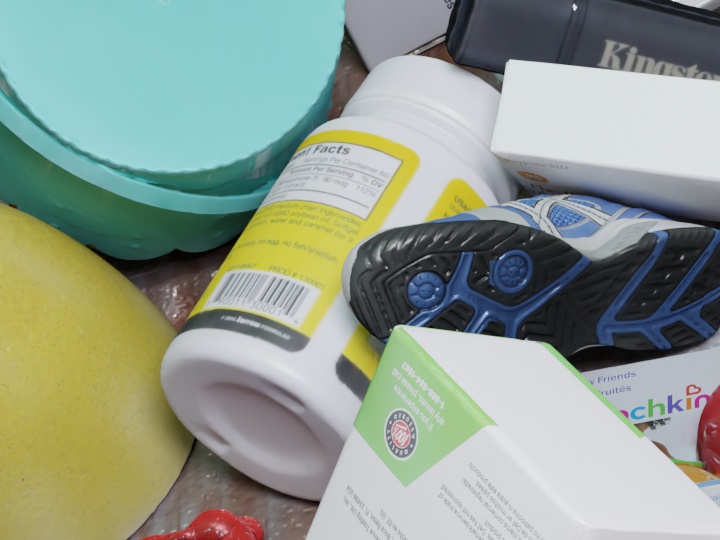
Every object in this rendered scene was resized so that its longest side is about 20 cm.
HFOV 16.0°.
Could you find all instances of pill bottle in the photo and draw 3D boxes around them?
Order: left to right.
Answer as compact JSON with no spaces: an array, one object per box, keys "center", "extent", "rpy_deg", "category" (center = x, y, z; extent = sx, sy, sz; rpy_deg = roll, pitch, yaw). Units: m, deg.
[{"center":[0.000,0.000,1.221],"extent":[0.114,0.114,0.200],"rpy_deg":[10,54,33],"category":"pill bottle"}]

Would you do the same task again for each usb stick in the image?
[{"center":[0.138,-0.104,1.228],"extent":[0.200,0.056,0.033],"rpy_deg":[13,14,-11],"category":"usb stick"}]

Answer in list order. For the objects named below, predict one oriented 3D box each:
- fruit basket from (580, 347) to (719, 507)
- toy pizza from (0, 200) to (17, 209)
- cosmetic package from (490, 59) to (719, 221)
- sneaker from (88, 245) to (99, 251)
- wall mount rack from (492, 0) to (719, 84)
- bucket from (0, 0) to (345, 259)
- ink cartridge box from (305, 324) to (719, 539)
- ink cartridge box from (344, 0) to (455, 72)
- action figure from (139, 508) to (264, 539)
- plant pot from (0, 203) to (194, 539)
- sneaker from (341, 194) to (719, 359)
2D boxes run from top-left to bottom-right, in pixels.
[{"center":[0.165,0.088,1.073],"extent":[0.185,0.094,0.200],"rpy_deg":[-12,41,16],"category":"fruit basket"},{"center":[-0.249,-0.072,1.382],"extent":[0.200,0.200,0.032],"rpy_deg":[2,5,25],"category":"toy pizza"},{"center":[0.168,-0.053,1.184],"extent":[0.200,0.083,0.051],"rpy_deg":[8,77,20],"category":"cosmetic package"},{"center":[-0.106,-0.099,1.399],"extent":[0.084,0.074,0.200],"rpy_deg":[20,60,34],"category":"sneaker"},{"center":[0.152,-0.146,1.325],"extent":[0.200,0.075,0.174],"rpy_deg":[-29,46,-2],"category":"wall mount rack"},{"center":[-0.105,-0.113,1.283],"extent":[0.207,0.135,0.207],"rpy_deg":[2,75,-9],"category":"bucket"},{"center":[0.042,0.144,1.002],"extent":[0.146,0.084,0.200],"rpy_deg":[46,121,47],"category":"ink cartridge box"},{"center":[-0.016,-0.225,1.425],"extent":[0.083,0.147,0.200],"rpy_deg":[-29,42,-1],"category":"ink cartridge box"},{"center":[-0.093,0.168,1.124],"extent":[0.099,0.065,0.200],"rpy_deg":[-28,13,24],"category":"action figure"},{"center":[-0.197,0.044,1.254],"extent":[0.200,0.142,0.200],"rpy_deg":[-14,44,14],"category":"plant pot"},{"center":[0.075,0.005,1.172],"extent":[0.200,0.076,0.077],"rpy_deg":[1,17,-31],"category":"sneaker"}]
